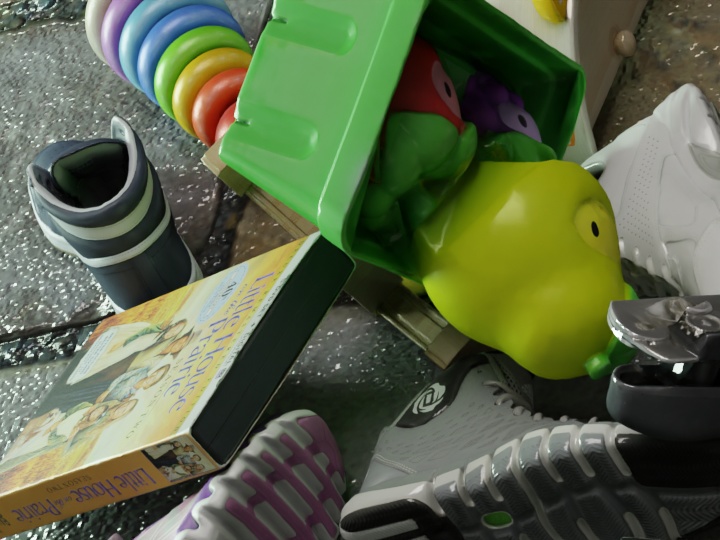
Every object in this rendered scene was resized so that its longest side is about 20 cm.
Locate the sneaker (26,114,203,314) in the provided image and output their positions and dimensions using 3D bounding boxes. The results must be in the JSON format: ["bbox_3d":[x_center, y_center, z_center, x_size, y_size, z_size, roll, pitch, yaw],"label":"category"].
[{"bbox_3d":[-0.154,-0.051,1.511,0.070,0.109,0.200,-33,38,-7],"label":"sneaker"}]

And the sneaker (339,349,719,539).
[{"bbox_3d":[0.088,0.074,1.250,0.200,0.075,0.116,-11,38,22],"label":"sneaker"}]

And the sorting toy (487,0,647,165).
[{"bbox_3d":[0.063,-0.146,1.480,0.180,0.107,0.200,-5,39,30],"label":"sorting toy"}]

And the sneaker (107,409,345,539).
[{"bbox_3d":[-0.086,0.144,1.277,0.088,0.081,0.200,5,49,46],"label":"sneaker"}]

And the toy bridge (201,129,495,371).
[{"bbox_3d":[0.000,0.000,1.375,0.027,0.067,0.200,-49,60,-1],"label":"toy bridge"}]

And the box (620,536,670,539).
[{"bbox_3d":[0.181,0.200,1.006,0.200,0.124,0.149,1,46,34],"label":"box"}]

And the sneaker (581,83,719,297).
[{"bbox_3d":[0.155,-0.008,1.313,0.099,0.078,0.200,-29,28,10],"label":"sneaker"}]

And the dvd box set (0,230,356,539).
[{"bbox_3d":[-0.103,0.060,1.352,0.200,0.029,0.146,-21,29,49],"label":"dvd box set"}]

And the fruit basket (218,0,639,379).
[{"bbox_3d":[0.059,-0.042,1.265,0.216,0.216,0.156,20,89,44],"label":"fruit basket"}]

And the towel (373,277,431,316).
[{"bbox_3d":[0.049,-0.055,1.469,0.086,0.018,0.200,-20,39,19],"label":"towel"}]

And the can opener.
[{"bbox_3d":[0.195,0.036,1.194,0.200,0.067,0.053,-2,27,-29],"label":"can opener"}]

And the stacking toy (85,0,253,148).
[{"bbox_3d":[-0.087,-0.112,1.576,0.085,0.085,0.200,-34,45,-8],"label":"stacking toy"}]
